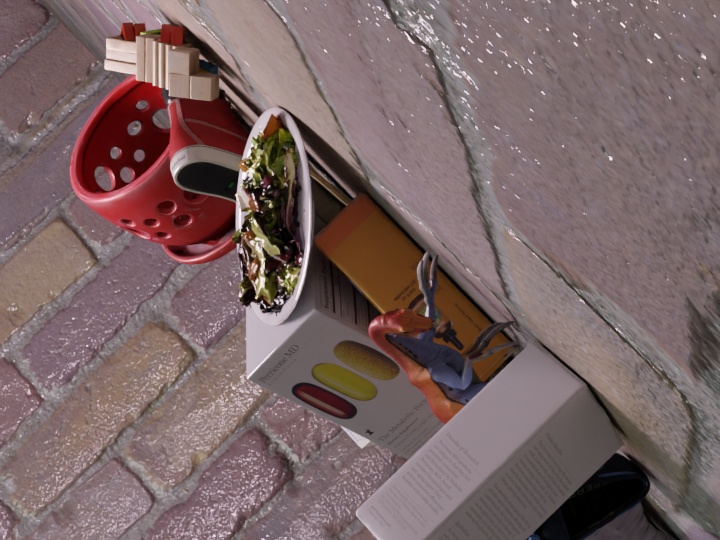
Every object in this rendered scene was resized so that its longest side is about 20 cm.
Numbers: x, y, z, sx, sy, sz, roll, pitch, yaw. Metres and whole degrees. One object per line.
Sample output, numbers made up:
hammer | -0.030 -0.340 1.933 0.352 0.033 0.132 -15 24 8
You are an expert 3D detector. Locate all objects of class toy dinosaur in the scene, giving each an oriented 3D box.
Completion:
toy dinosaur | 0.076 0.091 1.266 0.181 0.201 0.105 10 -178 -36

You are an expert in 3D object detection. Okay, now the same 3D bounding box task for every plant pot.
plant pot | -0.216 -0.123 1.841 0.182 0.201 0.200 38 -178 -41

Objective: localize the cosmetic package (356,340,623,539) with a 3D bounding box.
cosmetic package | 0.105 0.165 1.229 0.071 0.200 0.101 43 174 43

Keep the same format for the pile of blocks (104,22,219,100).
pile of blocks | -0.190 -0.224 1.568 0.200 0.082 0.062 27 120 50

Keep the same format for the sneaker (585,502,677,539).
sneaker | 0.239 0.243 1.549 0.200 0.078 0.112 48 175 -34

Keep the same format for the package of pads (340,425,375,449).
package of pads | 0.018 0.103 1.771 0.155 0.068 0.200 46 -141 9

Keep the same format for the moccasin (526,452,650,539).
moccasin | 0.155 0.205 1.299 0.068 0.200 0.081 14 131 65

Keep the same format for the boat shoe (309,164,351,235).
boat shoe | -0.039 -0.053 1.523 0.201 0.073 0.063 52 -177 17

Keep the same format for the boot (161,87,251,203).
boot | -0.123 -0.136 1.646 0.200 0.072 0.145 21 -137 -40

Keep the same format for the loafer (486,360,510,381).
loafer | 0.116 0.133 1.527 0.076 0.068 0.200 44 159 -21

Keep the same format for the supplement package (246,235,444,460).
supplement package | 0.001 0.076 1.473 0.200 0.114 0.110 28 -147 -26

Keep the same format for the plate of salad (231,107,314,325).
plate of salad | -0.090 -0.049 1.410 0.048 0.201 0.200 0 -161 -25

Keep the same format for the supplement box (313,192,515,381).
supplement box | 0.048 0.024 1.397 0.200 0.067 0.069 46 176 6
